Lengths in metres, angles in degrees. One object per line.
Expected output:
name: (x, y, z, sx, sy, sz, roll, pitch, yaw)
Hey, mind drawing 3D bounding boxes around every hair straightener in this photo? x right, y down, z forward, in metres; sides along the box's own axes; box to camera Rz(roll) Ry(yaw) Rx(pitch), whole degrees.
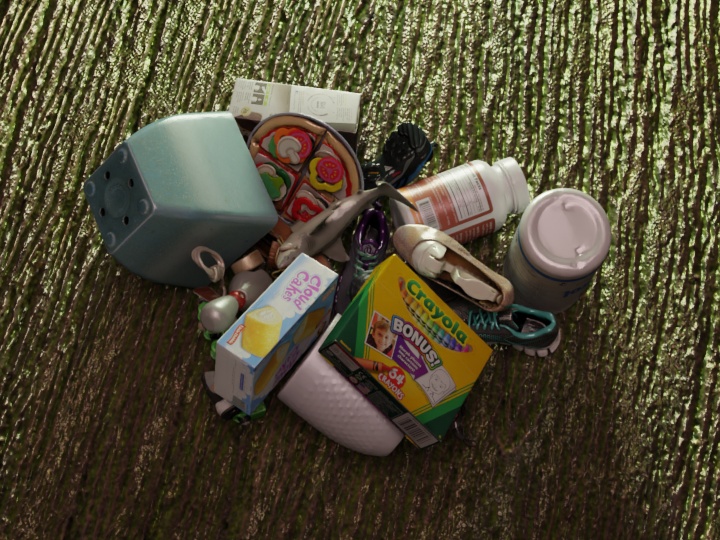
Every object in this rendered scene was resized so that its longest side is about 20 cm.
hair straightener: (0.131, 0.159, 1.605, 0.040, 0.077, 0.203, -25, 78, 16)

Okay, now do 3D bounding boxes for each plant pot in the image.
plant pot: (-0.276, -0.103, 1.583, 0.196, 0.198, 0.198, -37, 69, 32)

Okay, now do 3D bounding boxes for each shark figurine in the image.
shark figurine: (-0.023, -0.059, 1.613, 0.212, 0.128, 0.090, -32, 106, 3)

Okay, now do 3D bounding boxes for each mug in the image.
mug: (0.007, 0.154, 1.572, 0.174, 0.148, 0.201, 37, 69, -1)

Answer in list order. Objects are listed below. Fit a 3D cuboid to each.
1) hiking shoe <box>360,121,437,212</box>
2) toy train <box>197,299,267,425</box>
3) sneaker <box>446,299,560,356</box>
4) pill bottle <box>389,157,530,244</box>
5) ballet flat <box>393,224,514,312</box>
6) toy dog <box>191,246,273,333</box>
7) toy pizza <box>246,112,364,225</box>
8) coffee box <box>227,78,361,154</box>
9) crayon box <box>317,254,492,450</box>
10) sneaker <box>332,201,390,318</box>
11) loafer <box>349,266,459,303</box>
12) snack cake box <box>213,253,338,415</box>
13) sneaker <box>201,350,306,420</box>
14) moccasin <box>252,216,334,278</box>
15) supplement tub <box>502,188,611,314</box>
hiking shoe: (0.035, -0.136, 1.706, 0.199, 0.086, 0.075, -39, 60, 11)
toy train: (-0.189, 0.130, 1.633, 0.055, 0.042, 0.203, -16, 72, -16)
sneaker: (0.202, 0.073, 1.628, 0.196, 0.091, 0.079, 4, 70, 1)
pill bottle: (0.151, -0.098, 1.675, 0.197, 0.112, 0.114, -20, 73, -8)
ballet flat: (0.131, -0.003, 1.573, 0.198, 0.067, 0.069, 28, 109, 7)
toy dog: (-0.186, 0.045, 1.574, 0.096, 0.199, 0.134, -34, 72, 27)
toy pizza: (-0.088, -0.140, 1.649, 0.198, 0.202, 0.032, 26, 41, 8)
coffee box: (-0.100, -0.219, 1.704, 0.196, 0.114, 0.081, 7, 58, 2)
crayon box: (0.065, 0.110, 1.508, 0.200, 0.058, 0.173, 44, 54, -10)
sneaker: (0.000, 0.000, 1.652, 0.073, 0.088, 0.204, 9, 71, 2)
loafer: (0.084, 0.031, 1.626, 0.197, 0.072, 0.074, -12, 104, -26)
snack cake box: (-0.116, 0.086, 1.517, 0.067, 0.116, 0.200, 29, 52, 16)
sneaker: (-0.143, 0.128, 1.590, 0.199, 0.074, 0.080, -35, 78, -35)
moccasin: (-0.118, -0.029, 1.659, 0.201, 0.074, 0.077, 45, 51, 12)
supplement tub: (0.281, -0.024, 1.604, 0.129, 0.200, 0.135, 0, 71, 0)
